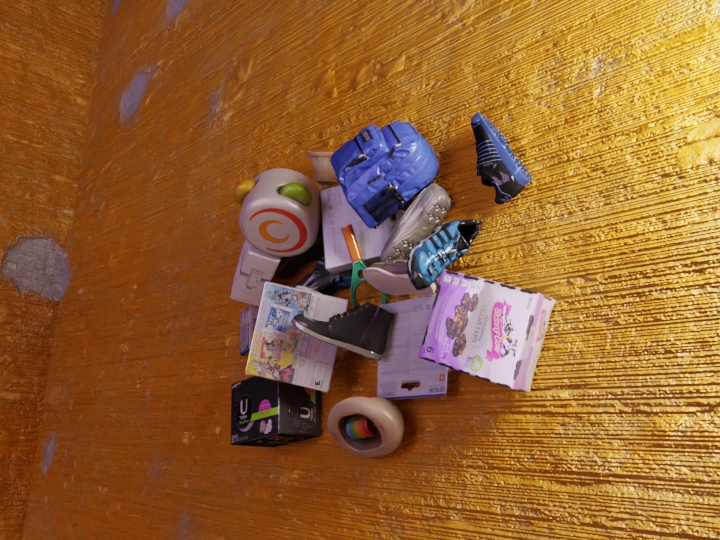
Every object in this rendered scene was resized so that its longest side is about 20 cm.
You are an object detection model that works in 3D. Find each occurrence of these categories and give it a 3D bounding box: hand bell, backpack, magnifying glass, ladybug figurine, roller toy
[{"bbox_3d":[-0.083,-0.181,1.809,0.104,0.104,0.202,7,97,50],"label":"hand bell"},{"bbox_3d":[0.052,-0.213,1.548,0.199,0.168,0.163,-34,41,10],"label":"backpack"},{"bbox_3d":[0.000,0.000,1.611,0.079,0.022,0.201,-18,89,20],"label":"magnifying glass"},{"bbox_3d":[0.014,0.307,1.507,0.199,0.072,0.136,-19,103,45],"label":"ladybug figurine"},{"bbox_3d":[-0.182,-0.137,1.737,0.199,0.183,0.140,-8,44,18],"label":"roller toy"}]

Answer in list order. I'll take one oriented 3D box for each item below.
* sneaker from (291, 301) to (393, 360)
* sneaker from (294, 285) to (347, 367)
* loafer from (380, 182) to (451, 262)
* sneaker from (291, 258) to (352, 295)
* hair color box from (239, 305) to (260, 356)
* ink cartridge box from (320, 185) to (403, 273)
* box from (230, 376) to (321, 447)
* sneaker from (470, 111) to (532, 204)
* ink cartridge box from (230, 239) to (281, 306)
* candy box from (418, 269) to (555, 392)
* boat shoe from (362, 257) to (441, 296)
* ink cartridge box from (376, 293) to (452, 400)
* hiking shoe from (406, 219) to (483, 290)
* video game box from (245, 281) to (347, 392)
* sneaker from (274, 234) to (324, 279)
[{"bbox_3d":[-0.035,0.102,1.531,0.075,0.199,0.107,71,-141,-85],"label":"sneaker"},{"bbox_3d":[-0.092,0.123,1.662,0.199,0.075,0.115,35,96,23],"label":"sneaker"},{"bbox_3d":[0.108,-0.093,1.552,0.200,0.070,0.070,-48,40,19],"label":"loafer"},{"bbox_3d":[-0.091,0.021,1.754,0.199,0.073,0.082,-24,56,32],"label":"sneaker"},{"bbox_3d":[-0.170,0.146,1.694,0.060,0.199,0.101,-33,53,52],"label":"hair color box"},{"bbox_3d":[0.010,-0.108,1.668,0.199,0.043,0.198,-13,66,19],"label":"ink cartridge box"},{"bbox_3d":[-0.197,0.321,1.735,0.199,0.124,0.150,-25,60,45],"label":"box"},{"bbox_3d":[0.245,-0.214,1.420,0.078,0.070,0.201,-42,50,25],"label":"sneaker"},{"bbox_3d":[-0.255,-0.031,1.878,0.200,0.082,0.147,121,160,-48],"label":"ink cartridge box"},{"bbox_3d":[0.219,0.103,1.319,0.199,0.071,0.169,14,87,40],"label":"candy box"},{"bbox_3d":[0.086,0.007,1.514,0.199,0.072,0.060,4,48,50],"label":"boat shoe"},{"bbox_3d":[0.111,0.155,1.485,0.199,0.040,0.202,-13,69,47],"label":"ink cartridge box"},{"bbox_3d":[0.154,-0.040,1.400,0.086,0.075,0.200,-19,23,43],"label":"hiking shoe"},{"bbox_3d":[-0.135,0.140,1.589,0.047,0.181,0.202,-137,61,-88],"label":"video game box"},{"bbox_3d":[-0.152,-0.052,1.841,0.200,0.070,0.076,-33,54,39],"label":"sneaker"}]
